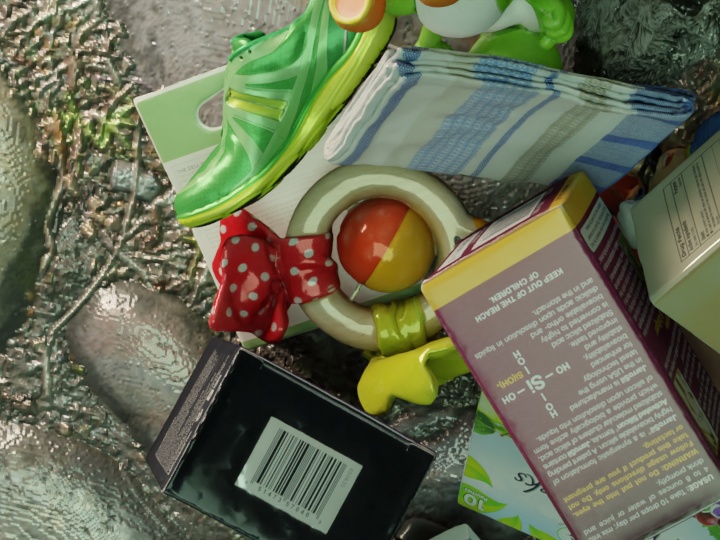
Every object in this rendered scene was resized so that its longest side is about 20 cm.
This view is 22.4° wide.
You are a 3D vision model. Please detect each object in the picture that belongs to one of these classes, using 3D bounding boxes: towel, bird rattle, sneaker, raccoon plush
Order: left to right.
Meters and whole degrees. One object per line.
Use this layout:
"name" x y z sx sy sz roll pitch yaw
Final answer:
"sneaker" -0.059 -0.112 1.182 0.084 0.074 0.200 40 100 0
"bird rattle" 0.000 0.000 1.225 0.200 0.113 0.163 34 98 11
"towel" 0.088 -0.086 1.115 0.199 0.147 0.024 7 68 -18
"raccoon plush" 0.205 -0.153 1.179 0.134 0.097 0.200 3 145 -30

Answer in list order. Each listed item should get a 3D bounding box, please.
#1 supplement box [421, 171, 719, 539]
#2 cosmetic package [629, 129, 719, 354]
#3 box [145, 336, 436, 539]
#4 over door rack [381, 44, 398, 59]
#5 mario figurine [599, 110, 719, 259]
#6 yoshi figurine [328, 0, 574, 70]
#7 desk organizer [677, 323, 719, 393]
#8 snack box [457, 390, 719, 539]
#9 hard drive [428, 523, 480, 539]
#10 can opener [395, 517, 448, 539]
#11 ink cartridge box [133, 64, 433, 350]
"supplement box" 0.138 0.055 1.112 0.103 0.131 0.200 -31 93 16
"cosmetic package" 0.257 -0.053 1.064 0.071 0.105 0.200 35 120 -22
"box" -0.053 0.125 1.212 0.148 0.200 0.105 29 85 -10
"over door rack" 0.072 -0.193 1.195 0.199 0.067 0.148 17 111 3
"mario figurine" 0.220 -0.080 1.180 0.200 0.123 0.106 -44 59 38
"yoshi figurine" 0.071 -0.145 1.088 0.112 0.200 0.112 45 110 28
"desk organizer" 0.251 0.100 1.263 0.077 0.072 0.200 -27 102 18
"snack box" 0.175 0.141 1.250 0.200 0.053 0.142 22 137 15
"hard drive" 0.074 0.279 1.336 0.132 0.025 0.200 -29 123 16
"can opener" -0.002 0.189 1.349 0.200 0.053 0.067 35 75 -5
"ink cartridge box" -0.052 -0.057 1.265 0.145 0.048 0.200 -18 107 14
